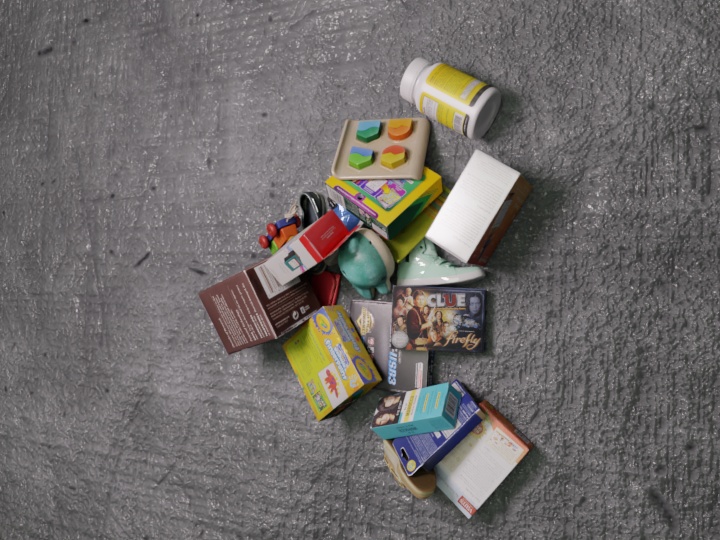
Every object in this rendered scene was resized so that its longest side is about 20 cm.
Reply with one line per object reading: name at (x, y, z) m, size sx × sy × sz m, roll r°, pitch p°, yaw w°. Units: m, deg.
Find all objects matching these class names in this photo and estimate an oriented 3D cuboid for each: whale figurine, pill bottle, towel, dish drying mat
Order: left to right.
dish drying mat at (-0.101, 0.100, 1.494) m, size 0.076 × 0.018 × 0.202 m, roll 14°, pitch 94°, yaw 26°
whale figurine at (0.000, 0.000, 1.361) m, size 0.103 × 0.201 × 0.159 m, roll -32°, pitch 70°, yaw -24°
towel at (0.124, -0.110, 1.350) m, size 0.200 × 0.018 × 0.086 m, roll -45°, pitch 54°, yaw -6°
pill bottle at (0.190, -0.374, 1.327) m, size 0.199 × 0.114 × 0.115 m, roll 35°, pitch 102°, yaw 22°

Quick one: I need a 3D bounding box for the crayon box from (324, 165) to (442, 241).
crayon box at (0.051, -0.183, 1.357) m, size 0.172 × 0.059 × 0.200 m, roll -41°, pitch 58°, yaw -17°

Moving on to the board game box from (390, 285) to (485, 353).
board game box at (0.164, 0.103, 1.318) m, size 0.197 × 0.035 × 0.137 m, roll 2°, pitch 88°, yaw 3°

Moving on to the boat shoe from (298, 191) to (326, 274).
boat shoe at (-0.121, -0.092, 1.487) m, size 0.072 × 0.062 × 0.203 m, roll -6°, pitch 83°, yaw 26°

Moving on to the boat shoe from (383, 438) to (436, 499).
boat shoe at (0.103, 0.425, 1.316) m, size 0.200 × 0.073 × 0.067 m, roll -131°, pitch 44°, yaw -64°

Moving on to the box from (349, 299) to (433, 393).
box at (0.069, 0.170, 1.395) m, size 0.196 × 0.050 × 0.203 m, roll 4°, pitch 90°, yaw 26°

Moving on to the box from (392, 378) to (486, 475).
box at (0.160, 0.332, 1.290) m, size 0.200 × 0.032 × 0.121 m, roll -44°, pitch 26°, yaw 4°

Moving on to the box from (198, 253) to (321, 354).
box at (-0.232, 0.071, 1.429) m, size 0.199 × 0.165 × 0.166 m, roll -22°, pitch 96°, yaw 42°

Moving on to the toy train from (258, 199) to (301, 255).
toy train at (-0.160, -0.072, 1.454) m, size 0.117 × 0.084 × 0.200 m, roll 61°, pitch 148°, yaw 7°

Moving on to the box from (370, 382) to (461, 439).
box at (0.116, 0.300, 1.311) m, size 0.199 × 0.049 × 0.083 m, roll -23°, pitch 33°, yaw 40°

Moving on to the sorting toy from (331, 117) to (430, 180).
sorting toy at (0.047, -0.276, 1.362) m, size 0.197 × 0.037 × 0.187 m, roll 4°, pitch 55°, yaw 13°

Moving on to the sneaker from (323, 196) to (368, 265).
sneaker at (-0.045, -0.117, 1.444) m, size 0.111 × 0.077 × 0.201 m, roll 40°, pitch 100°, yaw 15°

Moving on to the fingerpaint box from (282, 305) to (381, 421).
fingerpaint box at (-0.067, 0.208, 1.399) m, size 0.167 × 0.073 × 0.201 m, roll -44°, pitch 64°, yaw 30°

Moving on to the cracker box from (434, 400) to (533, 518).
cracker box at (0.245, 0.394, 1.292) m, size 0.134 × 0.058 × 0.201 m, roll 42°, pitch 104°, yaw 23°

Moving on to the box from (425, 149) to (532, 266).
box at (0.246, -0.122, 1.266) m, size 0.106 × 0.152 × 0.201 m, roll 34°, pitch 102°, yaw 22°

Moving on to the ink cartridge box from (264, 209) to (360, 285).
ink cartridge box at (-0.103, -0.055, 1.316) m, size 0.199 × 0.116 × 0.067 m, roll -30°, pitch 103°, yaw 43°

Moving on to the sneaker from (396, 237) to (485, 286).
sneaker at (0.171, -0.027, 1.341) m, size 0.198 × 0.074 × 0.120 m, roll -3°, pitch 83°, yaw 24°
